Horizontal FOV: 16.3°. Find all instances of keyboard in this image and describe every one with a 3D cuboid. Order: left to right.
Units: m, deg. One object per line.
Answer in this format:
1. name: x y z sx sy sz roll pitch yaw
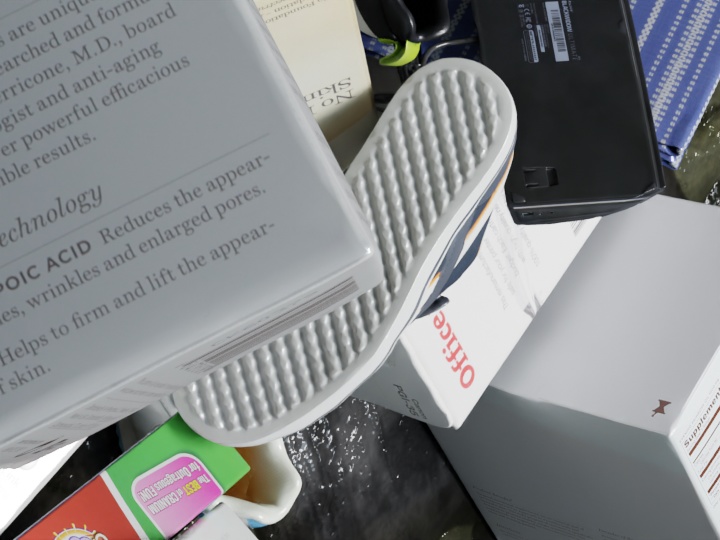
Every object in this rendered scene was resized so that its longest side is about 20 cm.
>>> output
1. keyboard: 0.068 -0.107 1.195 0.021 0.127 0.200 95 -11 -57

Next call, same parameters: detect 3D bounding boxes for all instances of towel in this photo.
1. towel: 0.088 -0.138 1.238 0.024 0.200 0.145 93 21 -59

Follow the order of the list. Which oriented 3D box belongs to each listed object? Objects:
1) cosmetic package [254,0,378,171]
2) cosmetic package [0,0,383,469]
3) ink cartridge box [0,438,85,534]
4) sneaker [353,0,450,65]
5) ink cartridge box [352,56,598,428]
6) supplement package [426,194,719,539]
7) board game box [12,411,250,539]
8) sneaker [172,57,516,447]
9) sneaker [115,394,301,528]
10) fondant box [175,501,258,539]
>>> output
1. cosmetic package: -0.054 -0.096 1.083 0.103 0.073 0.200 -22 157 -2
2. cosmetic package: -0.108 -0.052 0.891 0.165 0.200 0.165 -27 175 0
3. ink cartridge box: -0.168 0.012 1.028 0.147 0.083 0.200 50 61 -17
4. sneaker: 0.043 -0.190 1.145 0.072 0.083 0.200 -3 119 -46
5. ink cartridge box: 0.045 -0.043 1.294 0.200 0.083 0.147 -54 137 -25
6. supplement package: 0.156 0.071 1.393 0.147 0.191 0.200 -55 138 -24
7. board game box: -0.149 0.147 1.054 0.153 0.040 0.200 -43 177 33
8. sneaker: 0.000 0.000 1.104 0.200 0.078 0.079 -48 168 -3
9. sneaker: -0.086 0.038 1.175 0.077 0.081 0.200 -48 133 -28
10. fondant box: -0.123 0.192 1.077 0.200 0.058 0.144 -41 178 6
